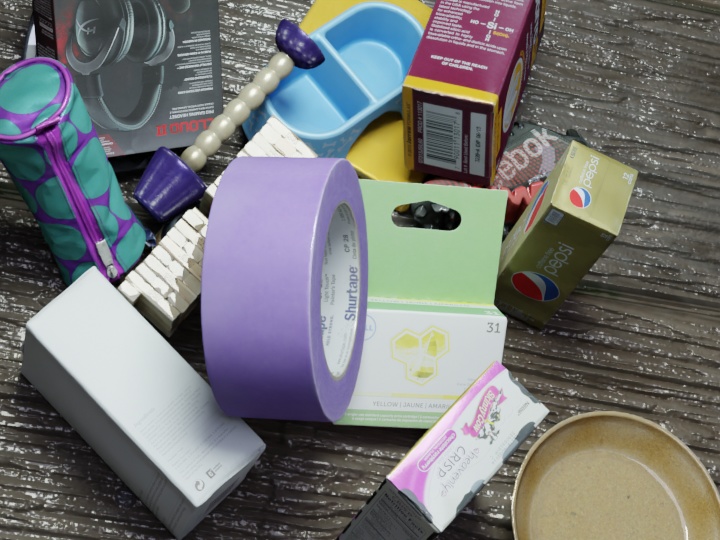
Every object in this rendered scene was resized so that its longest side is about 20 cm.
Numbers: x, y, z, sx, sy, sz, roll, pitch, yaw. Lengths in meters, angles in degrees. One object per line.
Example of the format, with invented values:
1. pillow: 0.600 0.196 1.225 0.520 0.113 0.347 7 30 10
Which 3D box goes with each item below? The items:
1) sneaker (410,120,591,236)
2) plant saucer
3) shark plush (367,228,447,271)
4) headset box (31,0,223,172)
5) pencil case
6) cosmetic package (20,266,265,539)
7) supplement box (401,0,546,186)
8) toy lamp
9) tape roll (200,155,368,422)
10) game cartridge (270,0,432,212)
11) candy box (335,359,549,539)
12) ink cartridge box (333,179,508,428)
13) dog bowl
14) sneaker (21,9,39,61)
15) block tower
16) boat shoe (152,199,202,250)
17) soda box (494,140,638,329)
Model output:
1. sneaker: 0.133 -0.086 1.508 0.198 0.071 0.099 -9 64 -16
2. plant saucer: 0.218 0.222 1.412 0.197 0.035 0.203 6 65 -13
3. shark plush: 0.000 0.000 1.410 0.198 0.090 0.084 9 91 -42
4. headset box: -0.199 -0.186 1.407 0.147 0.077 0.203 -9 110 -24
5. pencil case: -0.236 -0.073 1.324 0.085 0.201 0.093 -30 49 -9
6. cosmetic package: -0.179 0.108 1.316 0.081 0.113 0.200 -40 83 -26
7. supplement box: 0.105 -0.191 1.472 0.085 0.111 0.201 13 55 12
8. toy lamp: -0.114 -0.125 1.395 0.058 0.058 0.200 40 82 5
9. tape roll: -0.054 0.014 1.260 0.084 0.201 0.202 2 63 13
10. game cartridge: 0.012 -0.176 1.539 0.175 0.032 0.201 31 60 0
11. candy box: 0.058 0.167 1.302 0.061 0.200 0.136 43 63 6
12. ink cartridge box: 0.052 0.031 1.387 0.144 0.048 0.203 4 105 -13
13. dog bowl: -0.017 -0.171 1.483 0.199 0.050 0.112 -36 79 -25
14. sneaker: -0.210 -0.225 1.473 0.145 0.077 0.204 23 62 -1
15. block tower: -0.119 -0.034 1.360 0.058 0.054 0.200 41 70 1
16. boat shoe: -0.085 -0.042 1.434 0.198 0.062 0.075 -15 69 -22
17. soda box: 0.168 -0.026 1.416 0.063 0.200 0.068 24 62 -3
